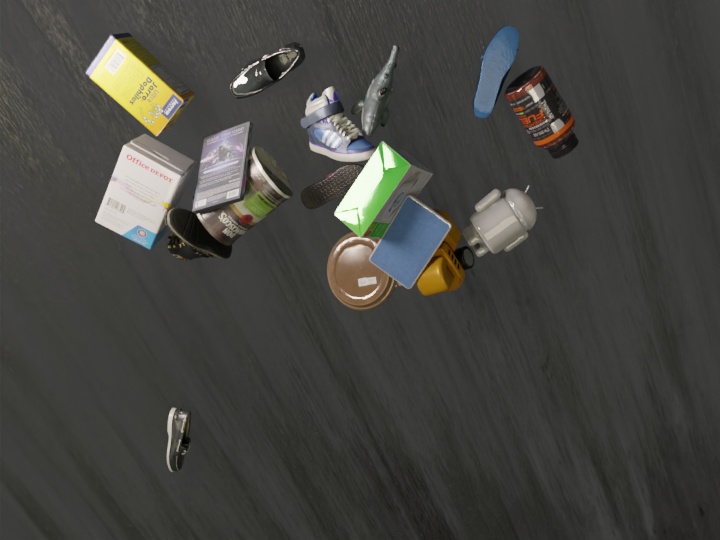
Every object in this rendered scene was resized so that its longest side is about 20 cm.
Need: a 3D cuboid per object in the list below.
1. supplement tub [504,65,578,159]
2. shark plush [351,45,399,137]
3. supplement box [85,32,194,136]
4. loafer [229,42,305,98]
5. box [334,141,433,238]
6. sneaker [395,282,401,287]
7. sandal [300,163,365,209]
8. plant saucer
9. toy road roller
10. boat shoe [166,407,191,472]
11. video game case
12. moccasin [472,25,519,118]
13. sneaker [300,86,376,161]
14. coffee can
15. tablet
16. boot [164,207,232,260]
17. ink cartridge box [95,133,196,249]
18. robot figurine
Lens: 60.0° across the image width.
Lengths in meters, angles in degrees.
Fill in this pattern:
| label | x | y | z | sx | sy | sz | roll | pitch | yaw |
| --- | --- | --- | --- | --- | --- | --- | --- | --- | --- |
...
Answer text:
| label | x | y | z | sx | sy | sz | roll | pitch | yaw |
| --- | --- | --- | --- | --- | --- | --- | --- | --- | --- |
| supplement tub | 0.426 | -0.359 | 1.440 | 0.106 | 0.107 | 0.201 | -35 | 108 | 13 |
| shark plush | 0.056 | -0.407 | 1.433 | 0.090 | 0.084 | 0.202 | 31 | 109 | -12 |
| supplement box | -0.495 | -0.422 | 1.412 | 0.199 | 0.109 | 0.110 | 41 | 106 | -15 |
| loafer | -0.216 | -0.455 | 1.420 | 0.197 | 0.071 | 0.069 | -27 | 110 | 10 |
| box | 0.055 | -0.183 | 1.463 | 0.096 | 0.176 | 0.202 | 41 | 106 | 18 |
| sneaker | 0.056 | 0.004 | 1.607 | 0.195 | 0.074 | 0.090 | -15 | 96 | 15 |
| sandal | -0.058 | -0.212 | 1.539 | 0.196 | 0.045 | 0.076 | -18 | 106 | 23 |
| plant saucer | 0.000 | 0.000 | 1.575 | 0.195 | 0.029 | 0.206 | 0 | 91 | 22 |
| toy road roller | 0.180 | -0.033 | 1.525 | 0.121 | 0.147 | 0.201 | -18 | 118 | 40 |
| boat shoe | -0.520 | 0.495 | 1.799 | 0.059 | 0.076 | 0.205 | 6 | 113 | 4 |
| video game case | -0.317 | -0.237 | 1.437 | 0.140 | 0.205 | 0.019 | -11 | 152 | 27 |
| moccasin | 0.298 | -0.455 | 1.425 | 0.079 | 0.068 | 0.204 | 23 | 109 | -1 |
| sneaker | -0.050 | -0.339 | 1.421 | 0.197 | 0.080 | 0.150 | 21 | 126 | 36 |
| coffee can | -0.281 | -0.179 | 1.490 | 0.198 | 0.147 | 0.147 | -36 | 108 | 13 |
| tablet | 0.116 | -0.066 | 1.482 | 0.129 | 0.014 | 0.202 | 35 | 118 | 5 |
| boot | -0.428 | -0.077 | 1.508 | 0.151 | 0.075 | 0.203 | -5 | 155 | 33 |
| ink cartridge box | -0.508 | -0.191 | 1.485 | 0.144 | 0.147 | 0.202 | 27 | 110 | -10 |
| robot figurine | 0.348 | -0.122 | 1.531 | 0.198 | 0.114 | 0.170 | -35 | 124 | 13 |
